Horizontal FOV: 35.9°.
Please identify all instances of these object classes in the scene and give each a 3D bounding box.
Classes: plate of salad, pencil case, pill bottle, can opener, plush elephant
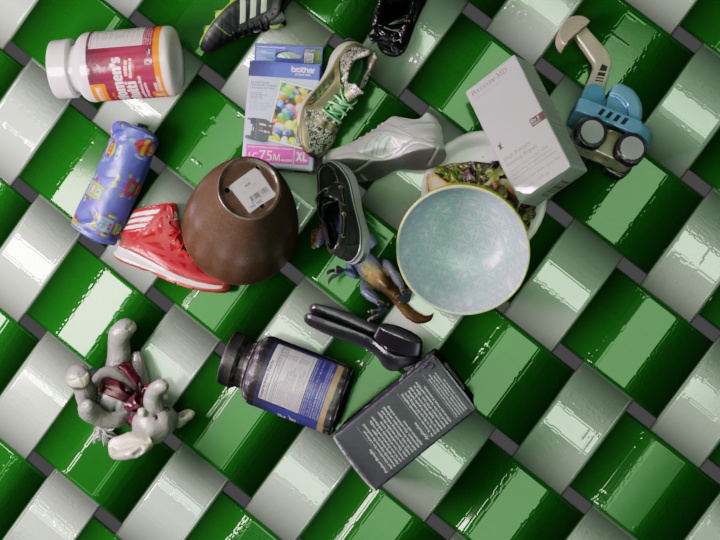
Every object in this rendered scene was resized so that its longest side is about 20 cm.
[{"bbox_3d":[0.192,-0.117,1.730,0.197,0.048,0.203,0,89,5],"label":"plate of salad"},{"bbox_3d":[-0.391,-0.144,1.768,0.086,0.078,0.202,24,92,25],"label":"pencil case"},{"bbox_3d":[-0.386,-0.324,1.754,0.197,0.110,0.111,-4,89,5],"label":"pill bottle"},{"bbox_3d":[0.007,0.097,1.743,0.198,0.063,0.080,20,118,15],"label":"can opener"},{"bbox_3d":[-0.116,0.169,1.724,0.197,0.112,0.113,20,91,6],"label":"pill bottle"},{"bbox_3d":[-0.349,0.207,1.726,0.153,0.165,0.203,14,120,18],"label":"plush elephant"}]

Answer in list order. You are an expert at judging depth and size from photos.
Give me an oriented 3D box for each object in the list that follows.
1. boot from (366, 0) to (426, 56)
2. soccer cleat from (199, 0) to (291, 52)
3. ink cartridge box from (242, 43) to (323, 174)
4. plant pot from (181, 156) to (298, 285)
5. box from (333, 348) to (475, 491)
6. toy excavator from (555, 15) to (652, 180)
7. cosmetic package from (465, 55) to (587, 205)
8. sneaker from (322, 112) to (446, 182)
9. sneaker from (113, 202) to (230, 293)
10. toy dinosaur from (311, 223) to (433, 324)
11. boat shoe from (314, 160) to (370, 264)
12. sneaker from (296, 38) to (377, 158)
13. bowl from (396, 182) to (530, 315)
[{"bbox_3d":[0.064,-0.423,1.687,0.072,0.162,0.201,17,91,4],"label":"boot"},{"bbox_3d":[-0.167,-0.404,1.758,0.199,0.068,0.081,-40,88,1],"label":"soccer cleat"},{"bbox_3d":[-0.123,-0.260,1.766,0.117,0.042,0.203,5,88,5],"label":"ink cartridge box"},{"bbox_3d":[-0.172,-0.093,1.662,0.184,0.200,0.190,2,76,-10],"label":"plant pot"},{"bbox_3d":[0.069,0.223,1.689,0.199,0.148,0.105,-40,87,5],"label":"box"},{"bbox_3d":[0.367,-0.267,1.702,0.192,0.100,0.202,23,79,3],"label":"toy excavator"},{"bbox_3d":[0.249,-0.210,1.674,0.101,0.074,0.202,-35,70,27],"label":"cosmetic package"},{"bbox_3d":[0.037,-0.193,1.743,0.197,0.071,0.081,-8,62,12],"label":"sneaker"},{"bbox_3d":[-0.287,-0.042,1.760,0.197,0.078,0.117,19,92,4],"label":"sneaker"},{"bbox_3d":[0.000,0.000,1.739,0.105,0.200,0.182,-38,49,1],"label":"toy dinosaur"},{"bbox_3d":[-0.036,-0.095,1.654,0.069,0.056,0.202,-50,41,31],"label":"boat shoe"},{"bbox_3d":[-0.033,-0.267,1.711,0.076,0.088,0.202,27,83,-27],"label":"sneaker"},{"bbox_3d":[0.158,-0.044,1.674,0.197,0.108,0.203,3,108,9],"label":"bowl"}]
